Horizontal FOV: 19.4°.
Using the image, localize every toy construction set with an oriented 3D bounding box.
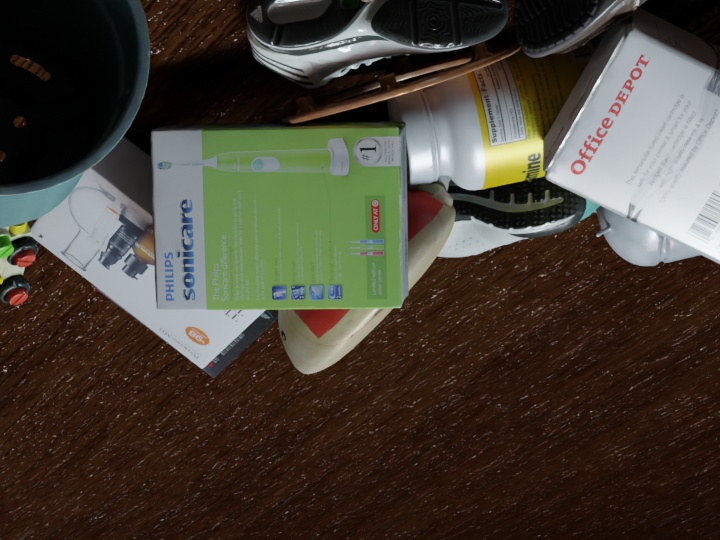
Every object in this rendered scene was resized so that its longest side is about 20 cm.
[{"bbox_3d":[-0.354,-0.008,1.835,0.131,0.092,0.200,-17,168,-26],"label":"toy construction set"}]

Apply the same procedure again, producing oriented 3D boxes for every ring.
[{"bbox_3d":[0.030,-0.155,1.680,0.200,0.019,0.200,-18,-171,3],"label":"ring"}]

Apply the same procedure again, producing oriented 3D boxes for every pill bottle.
[{"bbox_3d":[0.129,-0.131,1.790,0.199,0.113,0.112,-11,161,-6],"label":"pill bottle"}]

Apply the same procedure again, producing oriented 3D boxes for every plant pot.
[{"bbox_3d":[-0.253,-0.124,1.453,0.200,0.201,0.196,-9,170,-13],"label":"plant pot"}]

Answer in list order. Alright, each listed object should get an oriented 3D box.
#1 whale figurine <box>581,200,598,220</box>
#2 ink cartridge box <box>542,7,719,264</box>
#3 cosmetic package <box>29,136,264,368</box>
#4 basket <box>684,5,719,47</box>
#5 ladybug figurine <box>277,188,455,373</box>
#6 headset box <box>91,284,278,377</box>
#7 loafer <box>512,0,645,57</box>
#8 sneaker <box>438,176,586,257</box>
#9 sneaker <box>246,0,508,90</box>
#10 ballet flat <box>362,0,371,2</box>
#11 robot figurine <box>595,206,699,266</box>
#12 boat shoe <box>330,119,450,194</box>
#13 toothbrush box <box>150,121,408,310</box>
[{"bbox_3d":[0.146,-0.095,1.921,0.200,0.104,0.159,6,154,-38],"label":"whale figurine"},{"bbox_3d":[0.264,-0.106,1.695,0.200,0.084,0.146,26,113,-9],"label":"ink cartridge box"},{"bbox_3d":[-0.175,-0.017,1.816,0.200,0.052,0.151,38,147,-7],"label":"cosmetic package"},{"bbox_3d":[0.386,-0.154,1.850,0.143,0.149,0.200,-29,157,37],"label":"basket"},{"bbox_3d":[0.000,0.000,1.798,0.200,0.072,0.136,-47,-172,8],"label":"ladybug figurine"},{"bbox_3d":[-0.146,0.004,1.926,0.149,0.075,0.200,38,145,-8],"label":"headset box"},{"bbox_3d":[0.201,-0.223,1.637,0.071,0.073,0.200,6,153,-42],"label":"loafer"},{"bbox_3d":[0.112,-0.052,1.880,0.199,0.074,0.080,-3,154,29],"label":"sneaker"},{"bbox_3d":[0.009,-0.190,1.629,0.200,0.076,0.115,-3,169,-7],"label":"sneaker"},{"bbox_3d":[0.079,-0.241,1.510,0.199,0.067,0.068,-19,161,15],"label":"ballet flat"},{"bbox_3d":[0.322,-0.070,2.103,0.199,0.113,0.170,-13,-170,-4],"label":"robot figurine"},{"bbox_3d":[-0.020,-0.093,1.854,0.199,0.069,0.075,10,150,-1],"label":"boat shoe"},{"bbox_3d":[-0.063,-0.045,1.691,0.199,0.146,0.086,-1,-174,4],"label":"toothbrush box"}]
